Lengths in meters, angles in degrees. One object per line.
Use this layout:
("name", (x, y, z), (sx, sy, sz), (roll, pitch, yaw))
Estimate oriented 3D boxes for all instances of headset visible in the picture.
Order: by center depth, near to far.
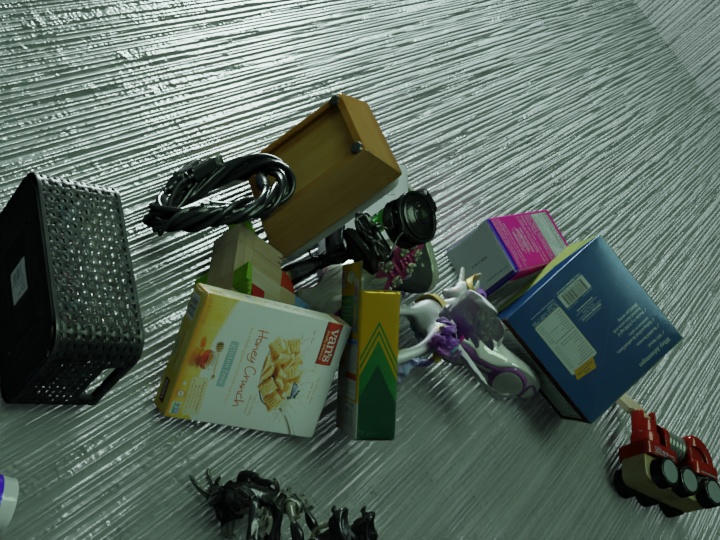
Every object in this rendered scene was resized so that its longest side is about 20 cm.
("headset", (0.028, -0.057, 1.163), (0.095, 0.123, 0.200), (55, 16, -14))

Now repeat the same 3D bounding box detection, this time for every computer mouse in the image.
("computer mouse", (-0.066, -0.062, 1.293), (0.044, 0.109, 0.202), (45, 25, -39))

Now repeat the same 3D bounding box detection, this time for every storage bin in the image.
("storage bin", (-0.298, 0.020, 0.945), (0.093, 0.135, 0.202), (7, 54, -41))

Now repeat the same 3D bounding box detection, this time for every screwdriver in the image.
("screwdriver", (-0.030, -0.101, 1.354), (0.029, 0.028, 0.202), (25, 46, -20))

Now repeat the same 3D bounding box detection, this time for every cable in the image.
("cable", (-0.172, -0.086, 1.156), (0.200, 0.161, 0.051), (-46, 139, -51))

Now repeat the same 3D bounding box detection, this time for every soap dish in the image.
("soap dish", (-0.057, -0.127, 1.236), (0.081, 0.199, 0.158), (43, 18, -44))

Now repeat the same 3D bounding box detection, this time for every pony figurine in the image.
("pony figurine", (0.109, 0.083, 1.278), (0.197, 0.168, 0.194), (-17, 46, -14))

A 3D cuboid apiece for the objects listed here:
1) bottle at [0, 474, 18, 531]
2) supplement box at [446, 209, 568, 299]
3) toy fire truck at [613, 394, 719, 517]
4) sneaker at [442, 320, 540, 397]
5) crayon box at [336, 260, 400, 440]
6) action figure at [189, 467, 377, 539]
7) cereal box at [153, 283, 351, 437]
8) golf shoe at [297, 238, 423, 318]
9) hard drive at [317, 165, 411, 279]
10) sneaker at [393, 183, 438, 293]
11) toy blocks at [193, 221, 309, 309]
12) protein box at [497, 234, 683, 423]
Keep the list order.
("bottle", (-0.388, 0.174, 0.787), (0.198, 0.065, 0.084), (22, 46, -32))
("supplement box", (0.251, -0.025, 1.567), (0.199, 0.101, 0.104), (-9, 65, -49))
("toy fire truck", (0.485, 0.284, 1.554), (0.175, 0.128, 0.202), (26, 54, -29))
("sneaker", (0.194, 0.116, 1.414), (0.199, 0.075, 0.100), (34, 41, -20))
("crayon box", (0.008, 0.093, 1.134), (0.051, 0.126, 0.203), (2, 88, -11))
("action figure", (-0.089, 0.265, 0.973), (0.119, 0.197, 0.104), (18, 82, -67))
("cereal box", (-0.116, 0.105, 1.065), (0.198, 0.146, 0.039), (15, 9, -36))
("golf shoe", (0.000, 0.000, 1.256), (0.200, 0.076, 0.091), (-41, 57, -21))
("hard drive", (0.005, -0.073, 1.366), (0.130, 0.026, 0.202), (1, 50, -1))
("sneaker", (0.042, -0.062, 1.407), (0.105, 0.075, 0.202), (0, 61, -44))
("toy blocks", (-0.122, 0.044, 1.156), (0.136, 0.099, 0.202), (37, 38, -35))
("protein box", (0.337, 0.091, 1.453), (0.198, 0.135, 0.201), (-40, 91, -9))
